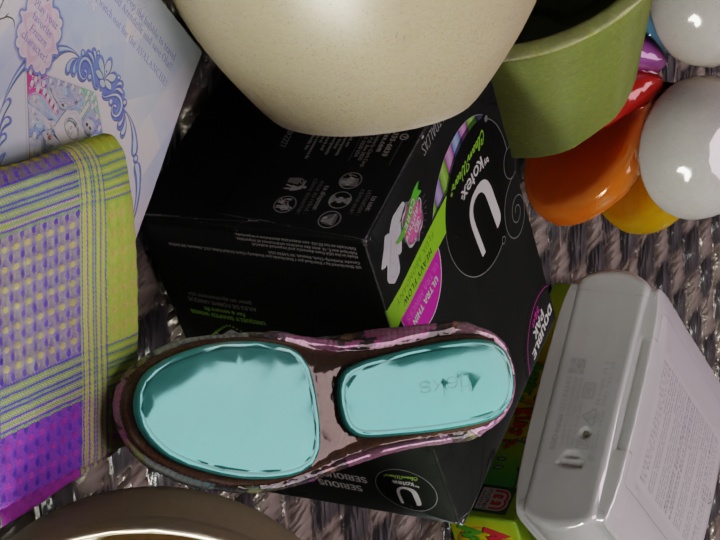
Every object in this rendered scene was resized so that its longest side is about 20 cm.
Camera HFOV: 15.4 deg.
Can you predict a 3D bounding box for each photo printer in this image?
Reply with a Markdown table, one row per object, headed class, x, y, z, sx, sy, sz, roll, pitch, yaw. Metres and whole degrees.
| class | x | y | z | sx | sy | sz | roll | pitch | yaw |
| --- | --- | --- | --- | --- | --- | --- | --- | --- | --- |
| photo printer | 0.165 | 0.114 | 1.623 | 0.200 | 0.069 | 0.167 | 49 | 52 | -57 |

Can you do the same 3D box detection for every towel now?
| class | x | y | z | sx | sy | sz | roll | pitch | yaw |
| --- | --- | --- | --- | --- | --- | --- | --- | --- | --- |
| towel | -0.145 | 0.029 | 1.023 | 0.200 | 0.023 | 0.144 | -27 | 121 | -60 |

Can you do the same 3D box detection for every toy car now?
| class | x | y | z | sx | sy | sz | roll | pitch | yaw |
| --- | --- | --- | --- | --- | --- | --- | --- | --- | --- |
| toy car | 0.139 | -0.121 | 1.555 | 0.150 | 0.175 | 0.201 | -1 | 97 | -32 |

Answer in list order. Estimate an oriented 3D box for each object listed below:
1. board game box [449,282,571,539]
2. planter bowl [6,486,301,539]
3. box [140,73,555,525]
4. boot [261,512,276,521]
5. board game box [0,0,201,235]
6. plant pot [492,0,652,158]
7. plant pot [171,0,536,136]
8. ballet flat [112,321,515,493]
| class | x | y | z | sx | sy | sz | roll | pitch | yaw |
| --- | --- | --- | --- | --- | --- | --- | --- | --- | --- |
| board game box | 0.119 | 0.114 | 1.664 | 0.102 | 0.047 | 0.200 | 72 | 34 | -41 |
| planter bowl | -0.084 | 0.173 | 1.112 | 0.135 | 0.199 | 0.201 | -90 | 177 | -72 |
| box | 0.000 | 0.000 | 1.298 | 0.149 | 0.124 | 0.200 | -61 | 147 | -37 |
| boot | -0.080 | 0.208 | 1.231 | 0.200 | 0.096 | 0.074 | -46 | 161 | -13 |
| board game box | -0.148 | -0.054 | 1.067 | 0.200 | 0.043 | 0.200 | 52 | 51 | -56 |
| plant pot | 0.080 | -0.152 | 1.395 | 0.190 | 0.199 | 0.201 | 71 | 33 | -64 |
| plant pot | -0.001 | -0.136 | 1.172 | 0.200 | 0.200 | 0.135 | -37 | 127 | -57 |
| ballet flat | -0.027 | 0.057 | 1.156 | 0.199 | 0.071 | 0.069 | -7 | 91 | -32 |
